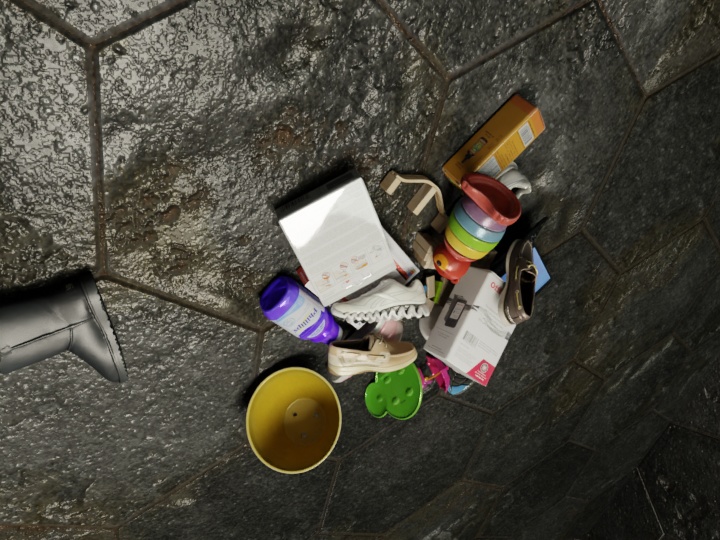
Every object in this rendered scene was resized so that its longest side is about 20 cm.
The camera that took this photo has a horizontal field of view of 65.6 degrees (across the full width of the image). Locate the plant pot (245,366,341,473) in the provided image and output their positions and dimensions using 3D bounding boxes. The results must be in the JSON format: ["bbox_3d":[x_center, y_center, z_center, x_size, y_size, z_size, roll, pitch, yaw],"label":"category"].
[{"bbox_3d":[-0.129,0.316,1.182,0.197,0.202,0.142,-32,164,-5],"label":"plant pot"}]

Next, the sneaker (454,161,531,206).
[{"bbox_3d":[0.259,-0.129,1.132,0.201,0.088,0.074,-48,137,11],"label":"sneaker"}]

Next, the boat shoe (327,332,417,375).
[{"bbox_3d":[0.028,0.164,1.136,0.194,0.071,0.066,-6,111,-22],"label":"boat shoe"}]

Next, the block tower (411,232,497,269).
[{"bbox_3d":[0.199,-0.038,1.190,0.195,0.058,0.055,5,123,-34],"label":"block tower"}]

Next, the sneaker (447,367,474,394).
[{"bbox_3d":[0.291,0.239,1.434,0.201,0.072,0.082,-51,150,-14],"label":"sneaker"}]

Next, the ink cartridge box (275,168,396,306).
[{"bbox_3d":[-0.038,-0.054,0.986,0.157,0.048,0.203,-27,125,-2],"label":"ink cartridge box"}]

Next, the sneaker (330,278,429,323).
[{"bbox_3d":[0.036,0.060,1.084,0.194,0.075,0.084,-3,83,-14],"label":"sneaker"}]

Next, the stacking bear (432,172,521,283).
[{"bbox_3d":[0.203,-0.066,1.052,0.112,0.122,0.202,-21,150,-47],"label":"stacking bear"}]

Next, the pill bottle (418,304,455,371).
[{"bbox_3d":[0.222,0.160,1.322,0.113,0.114,0.201,-38,137,0],"label":"pill bottle"}]

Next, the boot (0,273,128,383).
[{"bbox_3d":[-0.462,0.115,0.853,0.165,0.076,0.205,-21,127,-23],"label":"boot"}]

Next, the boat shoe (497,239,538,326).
[{"bbox_3d":[0.330,0.018,1.137,0.072,0.204,0.059,39,145,-27],"label":"boat shoe"}]

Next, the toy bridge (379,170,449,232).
[{"bbox_3d":[0.120,-0.140,1.073,0.198,0.027,0.068,29,105,-45],"label":"toy bridge"}]

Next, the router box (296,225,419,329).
[{"bbox_3d":[0.000,0.000,1.090,0.179,0.049,0.200,-42,136,4],"label":"router box"}]

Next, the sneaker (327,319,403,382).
[{"bbox_3d":[0.019,0.174,1.224,0.104,0.075,0.202,31,100,-39],"label":"sneaker"}]

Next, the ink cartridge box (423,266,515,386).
[{"bbox_3d":[0.244,0.114,1.180,0.144,0.083,0.204,34,81,-33],"label":"ink cartridge box"}]

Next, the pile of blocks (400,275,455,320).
[{"bbox_3d":[0.119,0.051,1.201,0.196,0.061,0.085,-11,105,-40],"label":"pile of blocks"}]

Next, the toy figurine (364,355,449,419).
[{"bbox_3d":[0.134,0.278,1.366,0.181,0.153,0.200,-1,148,-44],"label":"toy figurine"}]

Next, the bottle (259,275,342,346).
[{"bbox_3d":[-0.106,0.088,1.079,0.083,0.066,0.200,-43,136,4],"label":"bottle"}]

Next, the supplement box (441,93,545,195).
[{"bbox_3d":[0.251,-0.231,1.060,0.199,0.067,0.069,-43,140,5],"label":"supplement box"}]

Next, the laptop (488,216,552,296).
[{"bbox_3d":[0.376,0.006,1.285,0.176,0.104,0.201,-40,163,-12],"label":"laptop"}]
